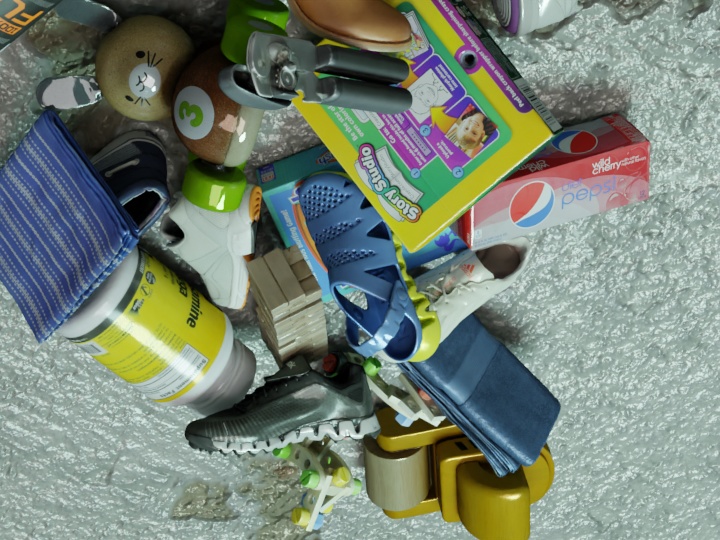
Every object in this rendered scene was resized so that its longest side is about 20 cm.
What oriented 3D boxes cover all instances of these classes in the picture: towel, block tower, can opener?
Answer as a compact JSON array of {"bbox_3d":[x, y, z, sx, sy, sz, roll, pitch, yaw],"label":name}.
[{"bbox_3d":[0.111,0.106,1.811,0.200,0.112,0.048,45,136,-7],"label":"towel"},{"bbox_3d":[-0.068,0.041,1.725,0.054,0.058,0.200,-26,161,-9],"label":"block tower"},{"bbox_3d":[-0.285,-0.037,1.616,0.024,0.145,0.200,-28,169,-46],"label":"towel"},{"bbox_3d":[-0.038,-0.161,1.505,0.067,0.054,0.199,-12,171,37],"label":"can opener"}]

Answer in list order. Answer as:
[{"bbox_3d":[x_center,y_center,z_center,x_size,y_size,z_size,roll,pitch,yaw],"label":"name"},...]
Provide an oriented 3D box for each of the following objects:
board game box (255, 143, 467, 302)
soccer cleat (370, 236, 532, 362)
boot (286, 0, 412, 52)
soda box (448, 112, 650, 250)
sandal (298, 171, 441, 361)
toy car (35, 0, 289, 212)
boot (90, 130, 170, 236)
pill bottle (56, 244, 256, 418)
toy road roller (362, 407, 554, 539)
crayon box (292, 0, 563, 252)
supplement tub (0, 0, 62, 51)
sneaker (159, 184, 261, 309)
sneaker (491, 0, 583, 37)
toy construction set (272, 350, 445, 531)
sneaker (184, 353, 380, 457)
[{"bbox_3d":[0.018,-0.065,1.734,0.199,0.045,0.153,-21,128,5],"label":"board game box"},{"bbox_3d":[0.088,0.021,1.746,0.200,0.069,0.078,-33,173,-34],"label":"soccer cleat"},{"bbox_3d":[-0.021,-0.287,1.521,0.199,0.077,0.156,29,113,5],"label":"boot"},{"bbox_3d":[0.178,-0.085,1.708,0.199,0.063,0.070,-16,125,-19],"label":"soda box"},{"bbox_3d":[0.000,0.000,1.648,0.079,0.087,0.201,-34,84,37],"label":"sandal"},{"bbox_3d":[-0.178,-0.169,1.561,0.198,0.158,0.165,15,112,-8],"label":"toy car"},{"bbox_3d":[-0.259,-0.043,1.663,0.200,0.091,0.073,-40,124,18],"label":"boot"},{"bbox_3d":[-0.197,0.060,1.741,0.112,0.113,0.200,-38,125,17],"label":"pill bottle"},{"bbox_3d":[0.108,0.221,1.904,0.198,0.146,0.124,-9,128,-5],"label":"toy road roller"},{"bbox_3d":[0.053,-0.148,1.608,0.172,0.058,0.200,-39,87,19],"label":"crayon box"},{"bbox_3d":[-0.305,-0.254,1.475,0.200,0.123,0.122,-37,125,16],"label":"supplement tub"},{"bbox_3d":[-0.144,-0.028,1.691,0.091,0.076,0.200,8,152,-2],"label":"sneaker"},{"bbox_3d":[0.168,-0.306,1.580,0.099,0.075,0.201,-14,134,-18],"label":"sneaker"},{"bbox_3d":[-0.011,0.163,1.844,0.200,0.132,0.092,-41,136,15],"label":"toy construction set"},{"bbox_3d":[-0.077,0.128,1.748,0.198,0.066,0.091,-6,98,-19],"label":"sneaker"}]
